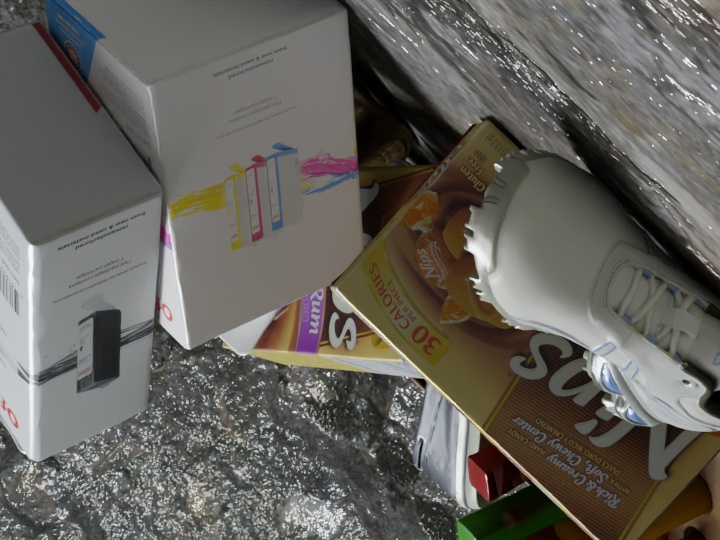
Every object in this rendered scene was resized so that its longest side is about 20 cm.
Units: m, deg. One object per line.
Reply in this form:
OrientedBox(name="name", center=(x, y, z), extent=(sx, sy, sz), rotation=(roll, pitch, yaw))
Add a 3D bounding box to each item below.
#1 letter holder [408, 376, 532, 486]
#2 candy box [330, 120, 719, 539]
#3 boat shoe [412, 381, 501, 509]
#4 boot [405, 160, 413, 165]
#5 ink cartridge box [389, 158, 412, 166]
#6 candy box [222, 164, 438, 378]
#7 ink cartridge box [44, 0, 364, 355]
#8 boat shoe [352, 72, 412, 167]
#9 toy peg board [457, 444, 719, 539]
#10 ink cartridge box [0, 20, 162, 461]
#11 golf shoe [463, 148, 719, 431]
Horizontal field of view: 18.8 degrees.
OrientedBox(name="letter holder", center=(0.120, 0.087, 1.536), extent=(0.200, 0.101, 0.142), rotation=(42, -169, 11))
OrientedBox(name="candy box", center=(0.094, 0.035, 1.096), extent=(0.200, 0.116, 0.055), rotation=(43, 179, -4))
OrientedBox(name="boat shoe", center=(0.064, 0.050, 1.326), extent=(0.062, 0.202, 0.074), rotation=(20, -150, 32))
OrientedBox(name="boot", center=(-0.023, -0.099, 1.531), extent=(0.200, 0.064, 0.186), rotation=(41, -179, 31))
OrientedBox(name="ink cartridge box", center=(0.113, 0.004, 1.459), extent=(0.162, 0.057, 0.199), rotation=(42, -162, 31))
OrientedBox(name="candy box", center=(0.000, 0.000, 1.305), extent=(0.056, 0.118, 0.199), rotation=(18, 170, -35))
OrientedBox(name="ink cartridge box", center=(-0.084, -0.066, 1.226), extent=(0.128, 0.124, 0.201), rotation=(41, 146, 43))
OrientedBox(name="boat shoe", center=(-0.019, -0.100, 1.400), extent=(0.069, 0.073, 0.200), rotation=(55, -179, 16))
OrientedBox(name="toy peg board", center=(0.131, 0.122, 1.244), extent=(0.200, 0.097, 0.201), rotation=(41, 146, 48))
OrientedBox(name="ink cartridge box", center=(-0.183, -0.013, 1.221), extent=(0.145, 0.083, 0.201), rotation=(52, 151, 29))
OrientedBox(name="golf shoe", center=(0.125, 0.012, 0.954), extent=(0.097, 0.079, 0.200), rotation=(18, 166, 43))
